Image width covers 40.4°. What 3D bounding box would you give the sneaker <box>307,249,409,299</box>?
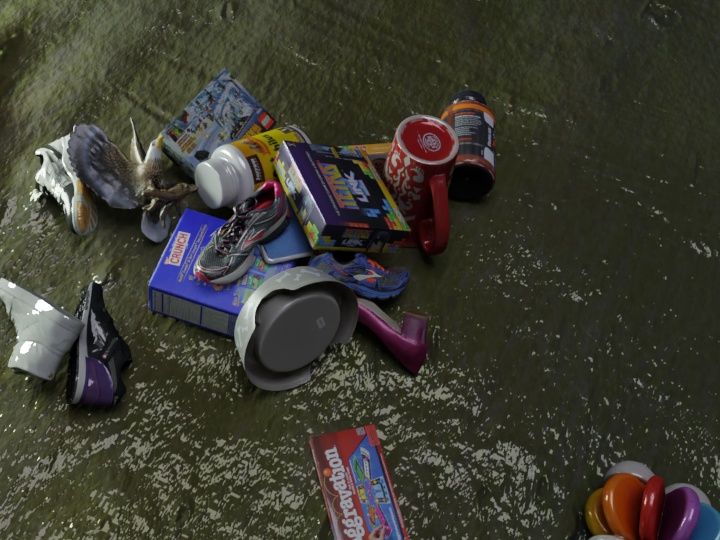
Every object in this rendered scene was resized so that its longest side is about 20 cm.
[{"bbox_3d":[0.000,0.000,1.560,0.198,0.080,0.075,1,15,-37],"label":"sneaker"}]

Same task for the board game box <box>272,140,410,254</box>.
[{"bbox_3d":[-0.032,-0.119,1.570,0.163,0.057,0.201,3,44,-35],"label":"board game box"}]

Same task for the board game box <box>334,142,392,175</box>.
[{"bbox_3d":[0.036,-0.185,1.724,0.196,0.096,0.030,-3,55,-13],"label":"board game box"}]

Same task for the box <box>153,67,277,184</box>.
[{"bbox_3d":[-0.250,-0.242,1.709,0.137,0.040,0.201,45,54,-12],"label":"box"}]

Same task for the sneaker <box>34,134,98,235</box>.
[{"bbox_3d":[-0.488,-0.130,1.608,0.086,0.076,0.202,-17,55,-4],"label":"sneaker"}]

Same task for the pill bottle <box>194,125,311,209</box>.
[{"bbox_3d":[-0.177,-0.169,1.641,0.198,0.110,0.109,-25,62,-39],"label":"pill bottle"}]

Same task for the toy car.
[{"bbox_3d":[0.424,0.357,1.383,0.197,0.151,0.176,22,53,5],"label":"toy car"}]

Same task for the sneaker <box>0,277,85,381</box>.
[{"bbox_3d":[-0.495,0.090,1.435,0.199,0.073,0.117,24,86,40],"label":"sneaker"}]

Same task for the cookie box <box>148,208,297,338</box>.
[{"bbox_3d":[-0.214,0.010,1.547,0.197,0.076,0.173,18,51,1],"label":"cookie box"}]

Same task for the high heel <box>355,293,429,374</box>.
[{"bbox_3d":[0.015,0.096,1.560,0.197,0.098,0.067,13,11,15],"label":"high heel"}]

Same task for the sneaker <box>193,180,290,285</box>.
[{"bbox_3d":[-0.187,-0.060,1.503,0.080,0.075,0.201,27,59,20],"label":"sneaker"}]

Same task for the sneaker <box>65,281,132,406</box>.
[{"bbox_3d":[-0.385,0.114,1.458,0.086,0.076,0.203,13,52,-26],"label":"sneaker"}]

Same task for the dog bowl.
[{"bbox_3d":[-0.099,0.082,1.453,0.198,0.202,0.059,-24,48,-25],"label":"dog bowl"}]

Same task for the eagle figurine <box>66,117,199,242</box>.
[{"bbox_3d":[-0.364,-0.162,1.602,0.198,0.152,0.152,29,71,25],"label":"eagle figurine"}]

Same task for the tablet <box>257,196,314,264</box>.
[{"bbox_3d":[-0.081,-0.076,1.592,0.197,0.014,0.131,-11,54,-23],"label":"tablet"}]

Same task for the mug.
[{"bbox_3d":[0.110,-0.141,1.643,0.177,0.201,0.133,37,55,16],"label":"mug"}]

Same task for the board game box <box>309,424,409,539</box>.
[{"bbox_3d":[-0.001,0.323,1.404,0.101,0.020,0.202,-9,57,-15],"label":"board game box"}]

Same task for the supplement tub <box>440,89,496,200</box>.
[{"bbox_3d":[0.195,-0.235,1.786,0.105,0.108,0.203,9,54,-5],"label":"supplement tub"}]
